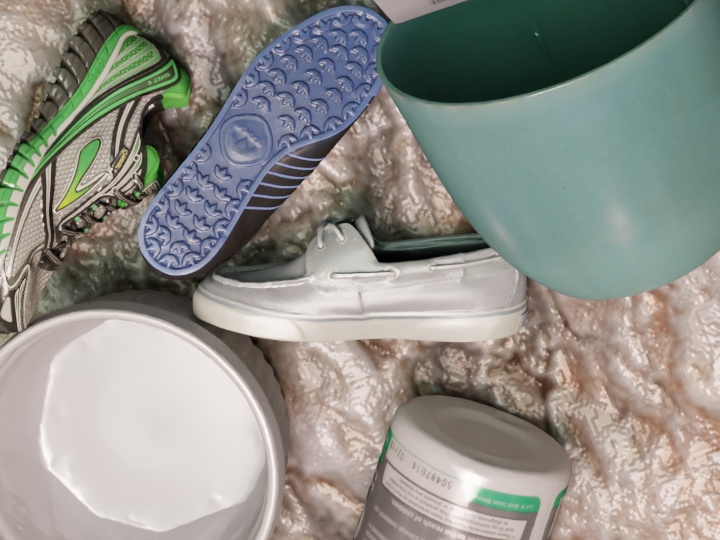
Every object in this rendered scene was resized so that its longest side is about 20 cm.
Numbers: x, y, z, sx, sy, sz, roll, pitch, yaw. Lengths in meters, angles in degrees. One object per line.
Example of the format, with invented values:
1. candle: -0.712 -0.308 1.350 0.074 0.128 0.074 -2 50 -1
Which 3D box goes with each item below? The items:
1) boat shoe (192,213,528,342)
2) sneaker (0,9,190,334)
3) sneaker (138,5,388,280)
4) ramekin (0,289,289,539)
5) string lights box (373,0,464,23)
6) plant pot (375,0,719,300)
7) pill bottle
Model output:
1. boat shoe: 0.001 0.000 1.412 0.199 0.070 0.072 1 106 -2
2. sneaker: -0.164 -0.052 1.398 0.085 0.078 0.201 26 79 -1
3. sneaker: -0.059 -0.076 1.413 0.070 0.078 0.200 44 86 0
4. ramekin: -0.135 0.106 1.449 0.199 0.105 0.201 3 105 10
5. string lights box: 0.036 -0.249 1.307 0.102 0.059 0.201 -18 72 14
6. plant pot: 0.129 -0.083 1.310 0.199 0.201 0.162 -17 120 14
7. pill bottle: 0.046 0.187 1.432 0.112 0.113 0.201 19 106 5
